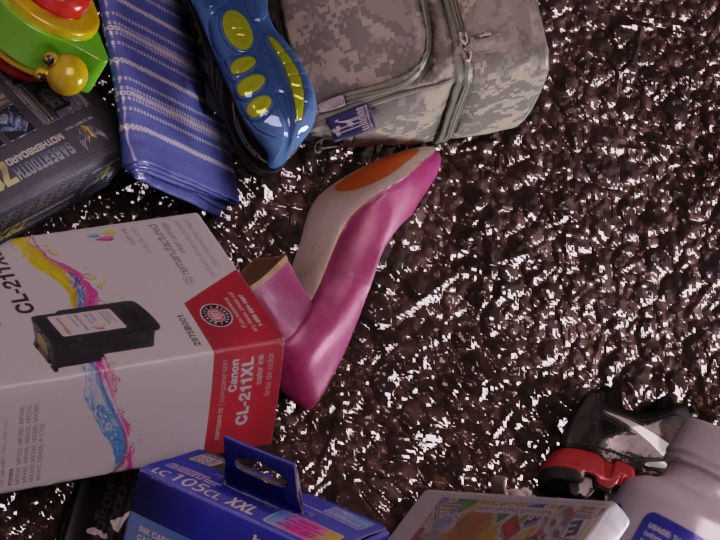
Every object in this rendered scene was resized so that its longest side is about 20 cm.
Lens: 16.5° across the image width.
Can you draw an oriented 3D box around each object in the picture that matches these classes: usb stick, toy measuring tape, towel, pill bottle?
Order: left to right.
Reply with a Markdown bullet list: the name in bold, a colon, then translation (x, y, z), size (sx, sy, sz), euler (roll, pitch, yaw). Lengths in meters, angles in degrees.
- **toy measuring tape**: translation (-0.208, -0.176, 1.533), size (0.073, 0.074, 0.200), euler (0, 41, -23)
- **usb stick**: translation (-0.154, 0.156, 1.516), size (0.055, 0.033, 0.200), euler (17, 66, -8)
- **towel**: translation (-0.132, -0.140, 1.586), size (0.145, 0.024, 0.200), euler (23, 52, -65)
- **pill bottle**: translation (0.186, 0.196, 1.513), size (0.112, 0.112, 0.200), euler (33, 80, -9)

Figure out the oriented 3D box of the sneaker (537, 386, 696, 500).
- **sneaker**: translation (0.218, 0.138, 1.655), size (0.200, 0.071, 0.098), euler (22, 67, -13)

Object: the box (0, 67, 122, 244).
- **box**: translation (-0.250, -0.089, 1.498), size (0.158, 0.051, 0.200), euler (45, 38, 8)

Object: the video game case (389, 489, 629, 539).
- **video game case**: translation (0.047, 0.206, 1.481), size (0.023, 0.200, 0.182), euler (49, 65, -21)

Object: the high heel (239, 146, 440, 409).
- **high heel**: translation (0.000, 0.000, 1.626), size (0.200, 0.067, 0.096), euler (-44, 116, -39)

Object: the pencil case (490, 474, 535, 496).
- **pencil case**: translation (0.162, 0.203, 1.604), size (0.200, 0.078, 0.090), euler (19, 91, -15)

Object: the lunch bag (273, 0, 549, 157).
- **lunch bag**: translation (0.021, -0.181, 1.654), size (0.167, 0.139, 0.200), euler (-10, 75, -8)

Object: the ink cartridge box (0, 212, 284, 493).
- **ink cartridge box**: translation (-0.166, 0.048, 1.481), size (0.200, 0.083, 0.146), euler (-9, 38, -25)

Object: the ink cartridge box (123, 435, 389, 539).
- **ink cartridge box**: translation (-0.070, 0.192, 1.427), size (0.076, 0.136, 0.200), euler (-11, 118, -62)

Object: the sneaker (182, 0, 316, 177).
- **sneaker**: translation (-0.083, -0.144, 1.599), size (0.071, 0.083, 0.200), euler (-3, 53, -23)
